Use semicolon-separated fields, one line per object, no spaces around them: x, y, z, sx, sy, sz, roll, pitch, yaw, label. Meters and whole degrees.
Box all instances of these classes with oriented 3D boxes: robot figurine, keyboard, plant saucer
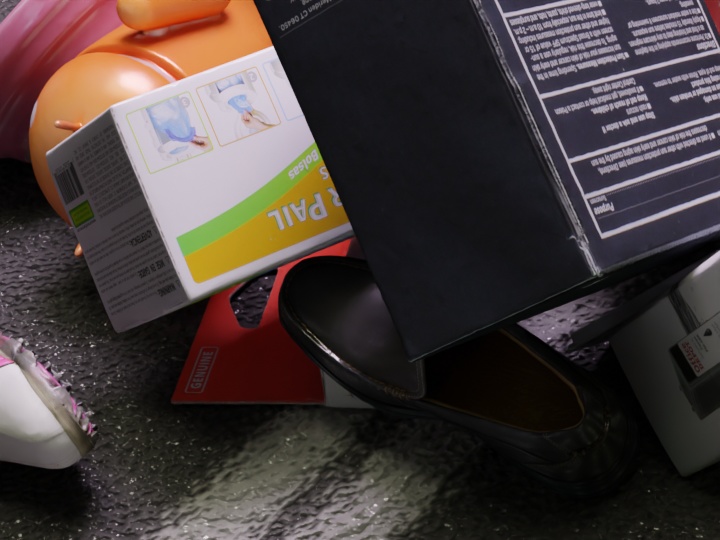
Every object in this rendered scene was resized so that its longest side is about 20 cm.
-0.105;-0.087;1.398;0.117;0.144;0.200;47;42;1;robot figurine
0.190;-0.008;1.248;0.200;0.011;0.056;-32;-15;30;keyboard
-0.161;-0.134;1.501;0.051;0.201;0.200;45;50;5;plant saucer

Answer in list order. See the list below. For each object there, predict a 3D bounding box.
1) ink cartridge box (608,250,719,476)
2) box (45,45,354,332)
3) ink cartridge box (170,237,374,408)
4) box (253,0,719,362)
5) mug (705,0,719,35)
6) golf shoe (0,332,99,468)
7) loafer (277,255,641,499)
0.224;0.011;1.162;0.146;0.200;0.083;-23;80;-22;ink cartridge box
-0.040;-0.057;1.282;0.199;0.102;0.112;-23;0;-27;box
0.000;0.000;1.363;0.173;0.044;0.200;1;34;11;ink cartridge box
0.077;-0.084;1.183;0.123;0.199;0.200;-28;-6;37;box
0.186;-0.143;1.308;0.199;0.178;0.133;8;27;32;mug
-0.210;0.074;1.274;0.200;0.073;0.092;15;56;46;golf shoe
0.042;0.039;1.219;0.199;0.072;0.073;23;77;22;loafer
